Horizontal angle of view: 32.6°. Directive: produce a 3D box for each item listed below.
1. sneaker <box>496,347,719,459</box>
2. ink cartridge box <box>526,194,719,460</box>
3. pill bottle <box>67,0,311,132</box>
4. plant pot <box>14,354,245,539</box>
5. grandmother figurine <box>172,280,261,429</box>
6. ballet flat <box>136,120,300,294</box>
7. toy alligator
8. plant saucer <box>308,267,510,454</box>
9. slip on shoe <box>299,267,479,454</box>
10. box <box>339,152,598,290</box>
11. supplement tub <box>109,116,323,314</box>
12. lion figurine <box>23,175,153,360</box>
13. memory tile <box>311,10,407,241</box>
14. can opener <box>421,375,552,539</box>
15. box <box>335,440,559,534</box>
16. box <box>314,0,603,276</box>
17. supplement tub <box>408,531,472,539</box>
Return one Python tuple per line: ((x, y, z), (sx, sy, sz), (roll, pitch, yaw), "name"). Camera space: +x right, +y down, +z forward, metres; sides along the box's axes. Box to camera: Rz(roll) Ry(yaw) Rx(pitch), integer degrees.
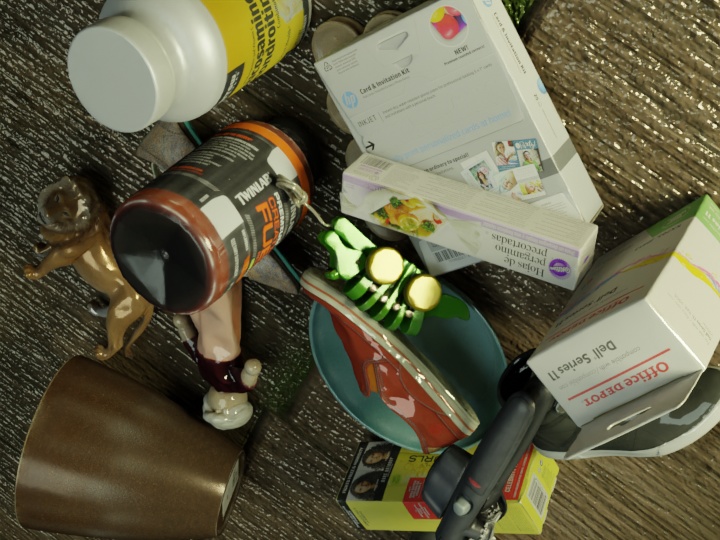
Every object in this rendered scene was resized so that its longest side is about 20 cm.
((0.195, 0.100, 0.990), (0.199, 0.071, 0.099), (-18, 134, 42), "sneaker")
((0.198, 0.038, 0.880), (0.067, 0.200, 0.117), (50, 131, -5), "ink cartridge box")
((-0.130, -0.182, 0.945), (0.111, 0.200, 0.113), (16, 127, 23), "pill bottle")
((-0.228, 0.204, 1.287), (0.199, 0.187, 0.188), (15, 127, 6), "plant pot")
((-0.137, 0.078, 1.215), (0.121, 0.060, 0.201), (38, 141, 43), "grandmother figurine")
((-0.133, -0.047, 1.117), (0.067, 0.068, 0.200), (-36, 90, -3), "ballet flat")
((0.000, 0.000, 0.996), (0.200, 0.054, 0.059), (34, 174, -16), "toy alligator")
((0.048, 0.073, 1.106), (0.199, 0.036, 0.201), (16, 126, 23), "plant saucer")
((0.016, 0.078, 1.052), (0.061, 0.074, 0.200), (-42, 97, 8), "slip on shoe")
((0.079, -0.039, 0.937), (0.199, 0.041, 0.039), (19, 129, 21), "box")
((-0.108, -0.056, 1.011), (0.106, 0.200, 0.107), (16, 127, 23), "supplement tub")
((-0.261, -0.002, 1.240), (0.122, 0.073, 0.200), (-29, 115, 28), "lion figurine")
((0.046, -0.115, 1.001), (0.153, 0.017, 0.201), (-1, 118, 33), "memory tile")
((0.102, 0.161, 1.001), (0.078, 0.063, 0.200), (35, 135, 10), "can opener")
((0.078, 0.199, 1.137), (0.199, 0.075, 0.050), (-5, 133, 35), "box")
((0.074, -0.105, 0.951), (0.155, 0.041, 0.201), (-19, 108, 39), "box")
((0.060, 0.340, 1.159), (0.122, 0.200, 0.123), (15, 125, 23), "supplement tub")
